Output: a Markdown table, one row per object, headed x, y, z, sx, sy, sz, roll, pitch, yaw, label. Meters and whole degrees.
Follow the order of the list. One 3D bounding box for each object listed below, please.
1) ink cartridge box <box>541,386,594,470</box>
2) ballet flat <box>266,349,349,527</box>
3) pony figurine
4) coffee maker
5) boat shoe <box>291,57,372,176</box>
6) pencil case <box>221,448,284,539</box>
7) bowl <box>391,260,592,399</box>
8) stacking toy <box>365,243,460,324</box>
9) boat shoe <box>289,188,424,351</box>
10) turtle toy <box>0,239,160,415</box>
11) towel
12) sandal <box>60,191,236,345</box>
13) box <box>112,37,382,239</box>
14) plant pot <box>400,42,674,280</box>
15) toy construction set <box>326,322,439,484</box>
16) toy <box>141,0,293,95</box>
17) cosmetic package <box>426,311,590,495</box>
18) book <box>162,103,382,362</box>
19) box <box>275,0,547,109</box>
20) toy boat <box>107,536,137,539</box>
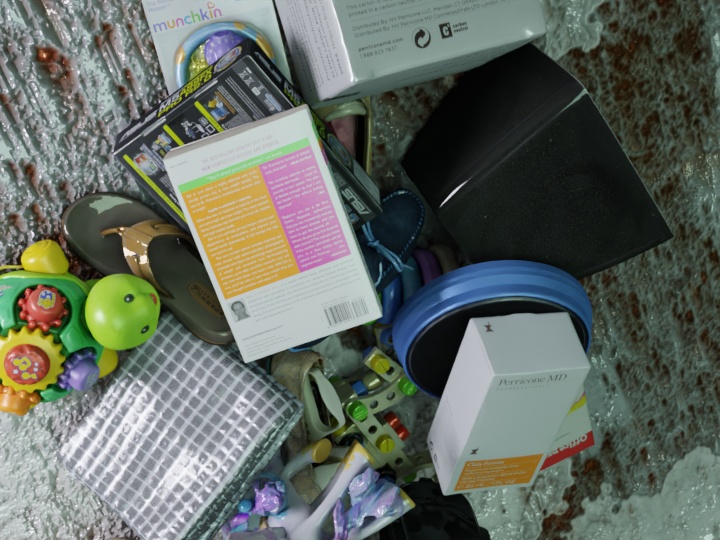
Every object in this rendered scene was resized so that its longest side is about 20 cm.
| x | y | z | sx | sy | sz | roll | pitch | yaw | label |
| --- | --- | --- | --- | --- | --- | --- | --- | --- | --- |
| 0.191 | 0.158 | 1.363 | 0.116 | 0.067 | 0.200 | -23 | 115 | -15 | ink cartridge box |
| -0.044 | 0.173 | 1.230 | 0.068 | 0.067 | 0.200 | -38 | 117 | -60 | ballet flat |
| -0.050 | 0.253 | 1.115 | 0.200 | 0.193 | 0.167 | -42 | 120 | -6 | pony figurine |
| 0.059 | 0.349 | 1.261 | 0.135 | 0.192 | 0.200 | -12 | 145 | -38 | coffee maker |
| -0.019 | -0.160 | 1.165 | 0.074 | 0.066 | 0.200 | -16 | 113 | -19 | boat shoe |
| -0.109 | 0.261 | 1.255 | 0.091 | 0.083 | 0.200 | -18 | 114 | -13 | pencil case |
| 0.132 | 0.067 | 1.197 | 0.200 | 0.039 | 0.201 | -4 | 141 | -3 | bowl |
| 0.000 | 0.021 | 1.232 | 0.200 | 0.085 | 0.086 | -5 | 109 | -17 | stacking toy |
| 0.000 | 0.000 | 1.167 | 0.084 | 0.069 | 0.200 | 35 | 73 | 1 | boat shoe |
| -0.275 | 0.055 | 1.087 | 0.200 | 0.101 | 0.146 | -23 | 115 | 0 | turtle toy |
| -0.174 | 0.158 | 1.151 | 0.166 | 0.086 | 0.200 | 37 | 89 | 10 | towel |
| -0.183 | -0.006 | 1.115 | 0.200 | 0.055 | 0.082 | 41 | 68 | 0 | sandal |
| -0.101 | -0.089 | 1.113 | 0.160 | 0.044 | 0.200 | -33 | 118 | 18 | box |
| 0.159 | -0.089 | 1.208 | 0.177 | 0.200 | 0.200 | -37 | 118 | 6 | plant pot |
| 0.039 | 0.165 | 1.292 | 0.131 | 0.092 | 0.200 | -41 | 107 | -7 | toy construction set |
| -0.118 | -0.164 | 1.119 | 0.115 | 0.047 | 0.200 | -15 | 117 | -3 | toy |
| 0.139 | 0.132 | 1.174 | 0.101 | 0.071 | 0.200 | -3 | 138 | -16 | cosmetic package |
| -0.074 | -0.031 | 1.069 | 0.133 | 0.048 | 0.200 | -18 | 107 | 4 | book |
| 0.031 | -0.270 | 1.084 | 0.199 | 0.131 | 0.200 | -18 | 94 | -20 | box |
| -0.202 | 0.357 | 1.207 | 0.200 | 0.130 | 0.131 | 46 | 62 | -28 | toy boat |
